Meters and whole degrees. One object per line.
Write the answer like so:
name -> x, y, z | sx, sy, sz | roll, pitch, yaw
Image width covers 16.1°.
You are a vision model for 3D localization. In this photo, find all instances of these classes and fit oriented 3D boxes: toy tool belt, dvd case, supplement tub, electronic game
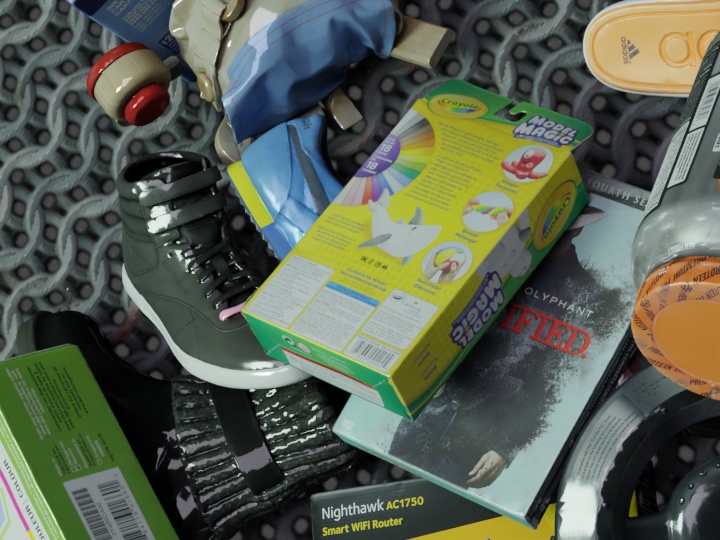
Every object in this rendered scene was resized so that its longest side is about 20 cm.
toy tool belt -> -0.054, -0.126, 1.544 | 0.200, 0.125, 0.123 | -35, 69, -7
dvd case -> 0.088, 0.032, 1.433 | 0.146, 0.022, 0.200 | 23, 76, 37
supplement tub -> 0.217, -0.035, 1.345 | 0.122, 0.123, 0.200 | 6, 51, 24
electronic game -> 0.204, 0.139, 1.375 | 0.200, 0.042, 0.200 | 0, 90, -6

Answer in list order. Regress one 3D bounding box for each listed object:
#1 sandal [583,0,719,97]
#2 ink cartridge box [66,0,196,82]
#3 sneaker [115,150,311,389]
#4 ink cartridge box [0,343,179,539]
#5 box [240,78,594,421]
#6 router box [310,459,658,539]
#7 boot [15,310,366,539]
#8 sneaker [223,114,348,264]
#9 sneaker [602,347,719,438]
sandal -> 0.219, -0.123, 1.454 | 0.207, 0.059, 0.079 | -4, 107, 27
ink cartridge box -> -0.125, -0.212, 1.556 | 0.136, 0.200, 0.076 | -49, 64, 6
sneaker -> -0.091, -0.006, 1.496 | 0.071, 0.099, 0.200 | -22, 34, -23
ink cartridge box -> -0.207, 0.160, 1.510 | 0.200, 0.076, 0.148 | -46, 66, 42
box -> 0.039, -0.019, 1.426 | 0.117, 0.048, 0.200 | 23, 65, 37
router box -> 0.074, 0.190, 1.451 | 0.200, 0.051, 0.149 | -11, 72, 21
boot -> -0.101, 0.072, 1.542 | 0.158, 0.079, 0.211 | -40, 66, 9
sneaker -> 0.000, 0.000, 1.506 | 0.078, 0.066, 0.200 | -31, 85, 2
sneaker -> 0.144, 0.023, 1.454 | 0.200, 0.076, 0.116 | 13, 79, 26
